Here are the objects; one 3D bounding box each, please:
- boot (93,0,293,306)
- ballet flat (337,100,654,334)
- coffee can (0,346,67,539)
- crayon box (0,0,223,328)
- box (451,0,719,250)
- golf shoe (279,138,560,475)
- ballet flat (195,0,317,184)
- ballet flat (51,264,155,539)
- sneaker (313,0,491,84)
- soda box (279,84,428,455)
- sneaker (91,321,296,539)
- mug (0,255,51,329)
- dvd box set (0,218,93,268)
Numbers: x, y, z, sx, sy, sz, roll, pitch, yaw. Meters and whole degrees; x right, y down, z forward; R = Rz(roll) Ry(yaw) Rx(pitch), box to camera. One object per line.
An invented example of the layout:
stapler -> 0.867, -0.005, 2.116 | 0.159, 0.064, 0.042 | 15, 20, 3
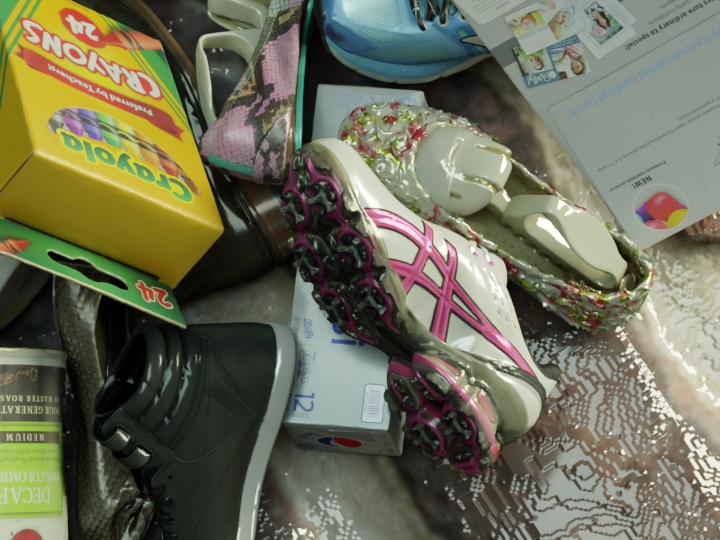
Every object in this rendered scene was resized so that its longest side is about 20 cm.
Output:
boot -> -0.123, -0.070, 1.565 | 0.097, 0.075, 0.200 | -33, 73, -5
ballet flat -> 0.082, -0.037, 1.489 | 0.200, 0.064, 0.076 | 31, 67, -14
coffee can -> -0.229, 0.144, 1.458 | 0.146, 0.146, 0.200 | -2, 85, 8
crayon box -> -0.148, -0.069, 1.445 | 0.051, 0.127, 0.200 | -47, 41, 25
box -> 0.162, -0.124, 1.465 | 0.156, 0.041, 0.200 | -29, 113, 24
golf shoe -> 0.031, 0.008, 1.456 | 0.092, 0.073, 0.200 | -41, 107, -32
ballet flat -> -0.056, -0.130, 1.542 | 0.071, 0.069, 0.200 | 12, 49, -2
ballet flat -> -0.140, 0.060, 1.522 | 0.046, 0.067, 0.200 | -5, 84, 21
sneaker -> 0.072, -0.158, 1.529 | 0.200, 0.090, 0.078 | -4, 72, -13
soda box -> 0.000, 0.000, 1.528 | 0.063, 0.068, 0.200 | 4, 74, 9
sneaker -> -0.106, 0.117, 1.476 | 0.099, 0.071, 0.200 | 12, 95, -21
mug -> -0.253, -0.029, 1.559 | 0.153, 0.187, 0.149 | 36, 49, 8
dvd box set -> -0.192, -0.083, 1.501 | 0.029, 0.146, 0.200 | -48, 58, 25
